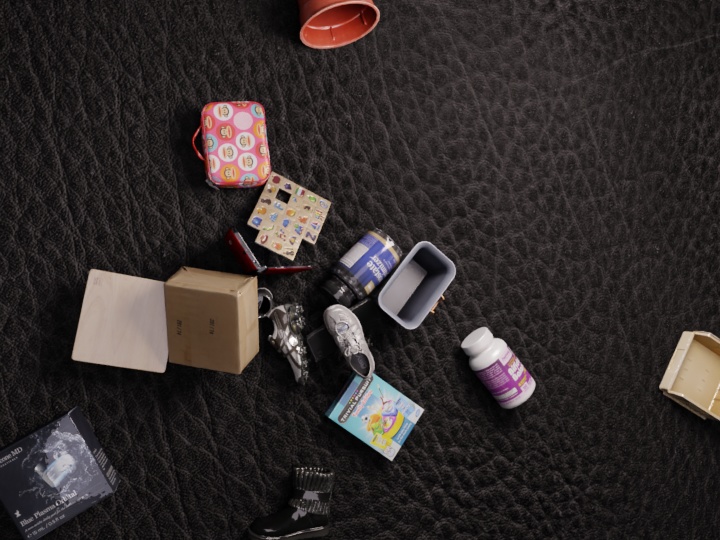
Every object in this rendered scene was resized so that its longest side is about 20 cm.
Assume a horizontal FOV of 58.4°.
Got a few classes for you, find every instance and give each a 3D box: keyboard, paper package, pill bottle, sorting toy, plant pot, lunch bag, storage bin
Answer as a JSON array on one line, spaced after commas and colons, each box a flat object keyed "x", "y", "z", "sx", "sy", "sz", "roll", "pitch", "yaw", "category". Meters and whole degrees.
[{"x": -0.035, "y": 0.161, "z": 1.589, "sx": 0.199, "sy": 0.021, "sz": 0.128, "roll": -30, "pitch": 118, "yaw": -19, "category": "keyboard"}, {"x": -0.326, "y": 0.106, "z": 1.416, "sx": 0.190, "sy": 0.104, "sz": 0.201, "roll": 8, "pitch": 114, "yaw": 13, "category": "paper package"}, {"x": 0.000, "y": 0.000, "z": 1.582, "sx": 0.200, "sy": 0.112, "sz": 0.112, "roll": -45, "pitch": 99, "yaw": -12, "category": "pill bottle"}, {"x": -0.523, "y": 0.114, "z": 1.457, "sx": 0.198, "sy": 0.070, "sz": 0.201, "roll": 11, "pitch": 84, "yaw": -15, "category": "sorting toy"}, {"x": -0.075, "y": -0.678, "z": 1.560, "sx": 0.200, "sy": 0.201, "sz": 0.196, "roll": -14, "pitch": 83, "yaw": -15, "category": "plant pot"}, {"x": -0.308, "y": -0.296, "z": 1.526, "sx": 0.175, "sy": 0.082, "sz": 0.201, "roll": -4, "pitch": 89, "yaw": -15, "category": "lunch bag"}, {"x": 0.127, "y": 0.043, "z": 1.602, "sx": 0.145, "sy": 0.134, "sz": 0.200, "roll": 40, "pitch": 79, "yaw": -10, "category": "storage bin"}, {"x": 0.989, "y": 0.303, "z": 1.844, "sx": 0.198, "sy": 0.094, "sz": 0.201, "roll": 31, "pitch": 81, "yaw": -12, "category": "storage bin"}, {"x": 0.352, "y": 0.248, "z": 1.665, "sx": 0.112, "sy": 0.112, "sz": 0.200, "roll": -41, "pitch": 99, "yaw": -13, "category": "pill bottle"}]

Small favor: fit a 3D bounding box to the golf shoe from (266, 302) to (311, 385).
[{"x": -0.173, "y": 0.180, "z": 1.557, "sx": 0.094, "sy": 0.078, "sz": 0.201, "roll": -9, "pitch": 91, "yaw": 7, "category": "golf shoe"}]

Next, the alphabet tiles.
[{"x": -0.174, "y": -0.125, "z": 1.555, "sx": 0.167, "sy": 0.008, "sz": 0.201, "roll": 27, "pitch": 59, "yaw": -13, "category": "alphabet tiles"}]

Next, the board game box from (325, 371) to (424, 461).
[{"x": 0.036, "y": 0.354, "z": 1.609, "sx": 0.200, "sy": 0.047, "sz": 0.151, "roll": 36, "pitch": 79, "yaw": -11, "category": "board game box"}]

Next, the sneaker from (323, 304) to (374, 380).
[{"x": -0.018, "y": 0.169, "z": 1.521, "sx": 0.075, "sy": 0.082, "sz": 0.201, "roll": -32, "pitch": 104, "yaw": 0, "category": "sneaker"}]

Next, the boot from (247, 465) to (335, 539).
[{"x": -0.163, "y": 0.549, "z": 1.528, "sx": 0.210, "sy": 0.079, "sz": 0.159, "roll": 1, "pitch": 94, "yaw": -26, "category": "boot"}]

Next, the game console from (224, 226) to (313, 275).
[{"x": -0.215, "y": -0.043, "z": 1.479, "sx": 0.118, "sy": 0.200, "sz": 0.173, "roll": -34, "pitch": 96, "yaw": -15, "category": "game console"}]

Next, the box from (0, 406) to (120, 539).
[{"x": -0.658, "y": 0.433, "z": 1.383, "sx": 0.196, "sy": 0.117, "sz": 0.201, "roll": -30, "pitch": 94, "yaw": -14, "category": "box"}]

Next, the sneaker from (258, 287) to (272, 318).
[{"x": -0.286, "y": 0.111, "z": 1.506, "sx": 0.200, "sy": 0.099, "sz": 0.071, "roll": -39, "pitch": 99, "yaw": -12, "category": "sneaker"}]
